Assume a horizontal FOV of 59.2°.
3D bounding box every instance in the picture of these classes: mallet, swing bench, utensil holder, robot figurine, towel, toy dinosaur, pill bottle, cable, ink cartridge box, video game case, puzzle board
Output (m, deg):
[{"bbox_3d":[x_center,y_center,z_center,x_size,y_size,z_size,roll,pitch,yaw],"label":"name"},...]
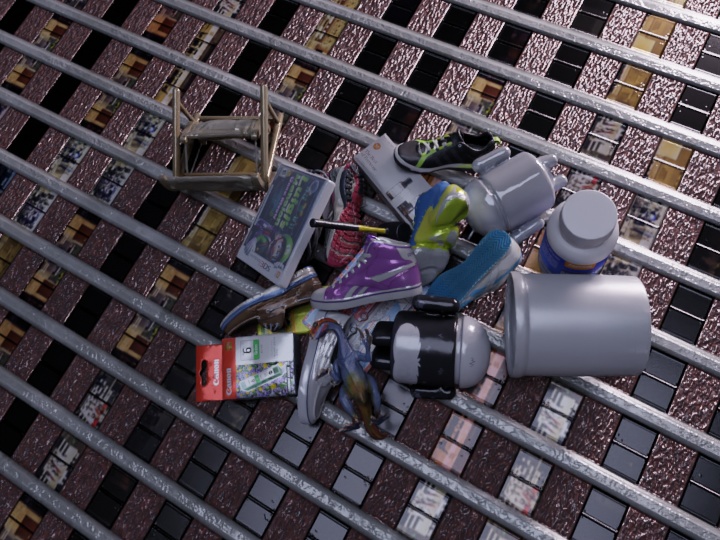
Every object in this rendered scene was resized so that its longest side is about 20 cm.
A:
[{"bbox_3d":[-0.006,-0.074,1.125,0.198,0.066,0.042,4,88,-29],"label":"mallet"},{"bbox_3d":[-0.268,-0.243,1.249,0.197,0.130,0.202,2,77,9],"label":"swing bench"},{"bbox_3d":[0.339,0.086,1.018,0.198,0.170,0.172,-1,71,6],"label":"utensil holder"},{"bbox_3d":[0.264,-0.133,1.129,0.199,0.113,0.171,-28,94,-2],"label":"robot figurine"},{"bbox_3d":[-0.097,0.076,1.172,0.198,0.018,0.087,-8,76,6],"label":"towel"},{"bbox_3d":[-0.027,0.173,1.045,0.104,0.201,0.183,-16,56,-9],"label":"toy dinosaur"},{"bbox_3d":[0.358,-0.051,1.040,0.111,0.200,0.113,-3,71,9],"label":"pill bottle"},{"bbox_3d":[-0.127,-0.087,1.179,0.162,0.051,0.202,-11,66,40],"label":"cable"},{"bbox_3d":[-0.208,0.175,1.133,0.198,0.050,0.110,-5,76,7],"label":"ink cartridge box"},{"bbox_3d":[-0.140,-0.087,1.146,0.181,0.023,0.201,28,92,51],"label":"video game case"},{"bbox_3d":[0.117,0.131,1.063,0.198,0.151,0.126,3,56,11],"label":"robot figurine"},{"bbox_3d":[0.012,0.062,1.145,0.150,0.017,0.200,38,82,13],"label":"puzzle board"}]

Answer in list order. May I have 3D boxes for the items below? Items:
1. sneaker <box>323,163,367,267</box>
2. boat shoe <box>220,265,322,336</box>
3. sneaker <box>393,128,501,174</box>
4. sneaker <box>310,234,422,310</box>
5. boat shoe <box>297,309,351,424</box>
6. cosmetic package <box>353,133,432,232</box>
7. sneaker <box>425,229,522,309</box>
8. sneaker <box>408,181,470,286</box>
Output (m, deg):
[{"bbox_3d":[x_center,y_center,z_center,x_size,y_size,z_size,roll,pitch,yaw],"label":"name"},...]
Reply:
[{"bbox_3d":[-0.040,-0.100,1.194,0.074,0.080,0.202,-8,63,36],"label":"sneaker"},{"bbox_3d":[-0.156,0.071,1.136,0.199,0.072,0.073,-32,82,3],"label":"boat shoe"},{"bbox_3d":[0.159,-0.233,1.173,0.198,0.083,0.072,-3,55,-10],"label":"sneaker"},{"bbox_3d":[0.000,0.000,1.086,0.198,0.073,0.115,-12,100,11],"label":"sneaker"},{"bbox_3d":[-0.060,0.168,1.089,0.065,0.074,0.202,9,89,18],"label":"boat shoe"},{"bbox_3d":[0.076,-0.160,1.202,0.082,0.051,0.200,-36,70,-5],"label":"cosmetic package"},{"bbox_3d":[0.198,0.021,1.108,0.200,0.081,0.077,-41,48,16],"label":"sneaker"},{"bbox_3d":[0.123,-0.068,1.119,0.201,0.075,0.105,-60,26,23],"label":"sneaker"}]
